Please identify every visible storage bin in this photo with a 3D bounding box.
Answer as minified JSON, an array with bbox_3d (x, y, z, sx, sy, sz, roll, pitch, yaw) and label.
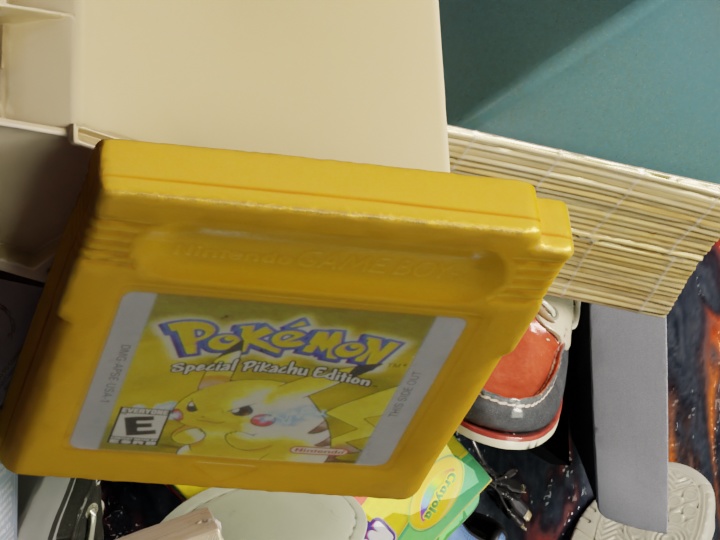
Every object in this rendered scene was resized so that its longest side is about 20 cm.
[{"bbox_3d":[-0.068,-0.092,1.016,0.199,0.094,0.200,16,56,-31],"label":"storage bin"}]

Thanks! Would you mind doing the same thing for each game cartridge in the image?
[{"bbox_3d":[-0.033,0.024,0.991,0.176,0.200,0.032,5,58,-16],"label":"game cartridge"}]

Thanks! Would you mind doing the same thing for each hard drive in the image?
[{"bbox_3d":[0.133,0.025,1.395,0.042,0.135,0.200,-4,109,-3],"label":"hard drive"}]

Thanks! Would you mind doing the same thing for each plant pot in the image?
[{"bbox_3d":[0.085,-0.092,1.251,0.200,0.141,0.141,-34,136,13],"label":"plant pot"}]

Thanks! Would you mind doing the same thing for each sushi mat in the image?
[{"bbox_3d":[0.072,-0.025,1.212,0.200,0.096,0.012,11,50,-20],"label":"sushi mat"}]

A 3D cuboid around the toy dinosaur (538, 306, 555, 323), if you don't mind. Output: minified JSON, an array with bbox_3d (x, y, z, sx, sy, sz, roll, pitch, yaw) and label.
[{"bbox_3d":[0.000,0.000,1.186,0.200,0.060,0.106,-15,155,-19],"label":"toy dinosaur"}]

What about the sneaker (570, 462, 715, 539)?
[{"bbox_3d":[0.149,0.211,1.507,0.111,0.077,0.200,80,29,-51],"label":"sneaker"}]

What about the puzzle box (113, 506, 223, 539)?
[{"bbox_3d":[-0.131,0.188,1.053,0.200,0.025,0.133,-20,109,-8],"label":"puzzle box"}]

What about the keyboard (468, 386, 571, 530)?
[{"bbox_3d":[0.050,0.058,1.359,0.200,0.021,0.127,34,47,-46],"label":"keyboard"}]

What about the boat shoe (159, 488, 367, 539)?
[{"bbox_3d":[-0.076,0.152,1.159,0.201,0.072,0.061,-29,147,-44],"label":"boat shoe"}]

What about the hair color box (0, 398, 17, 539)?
[{"bbox_3d":[-0.196,0.146,1.087,0.061,0.099,0.200,-56,150,-72],"label":"hair color box"}]

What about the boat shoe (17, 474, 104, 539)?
[{"bbox_3d":[-0.148,0.108,1.163,0.064,0.071,0.200,2,103,-57],"label":"boat shoe"}]

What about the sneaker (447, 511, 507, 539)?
[{"bbox_3d":[0.052,0.175,1.386,0.089,0.079,0.200,-42,130,-26],"label":"sneaker"}]

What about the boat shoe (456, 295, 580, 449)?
[{"bbox_3d":[0.076,0.015,1.303,0.200,0.071,0.063,-74,-177,-59],"label":"boat shoe"}]

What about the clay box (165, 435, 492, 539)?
[{"bbox_3d":[-0.025,0.087,1.247,0.115,0.048,0.200,-46,117,-9],"label":"clay box"}]

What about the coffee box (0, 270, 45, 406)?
[{"bbox_3d":[-0.134,-0.011,1.067,0.200,0.114,0.080,18,129,-40],"label":"coffee box"}]
